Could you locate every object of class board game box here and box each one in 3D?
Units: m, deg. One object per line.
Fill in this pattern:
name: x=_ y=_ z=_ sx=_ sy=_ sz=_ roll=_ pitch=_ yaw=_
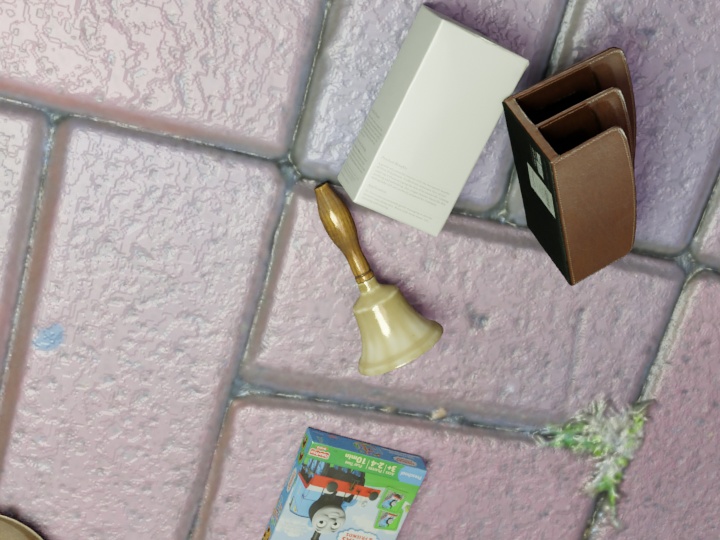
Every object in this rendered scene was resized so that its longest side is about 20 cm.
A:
board game box: x=-0.028 y=0.295 z=1.319 sx=0.150 sy=0.037 sz=0.202 roll=17 pitch=108 yaw=-19

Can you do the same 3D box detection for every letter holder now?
letter holder: x=0.242 y=-0.106 z=1.143 sx=0.141 sy=0.101 sz=0.201 roll=-27 pitch=141 yaw=-4

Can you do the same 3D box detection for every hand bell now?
hand bell: x=0.000 y=0.000 z=1.190 sx=0.103 sy=0.104 sz=0.201 roll=-28 pitch=104 yaw=-1

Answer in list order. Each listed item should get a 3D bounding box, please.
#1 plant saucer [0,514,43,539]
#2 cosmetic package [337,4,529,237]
plant saucer: x=-0.434 y=0.344 z=1.244 sx=0.198 sy=0.037 sz=0.203 roll=-5 pitch=113 yaw=-12
cosmetic package: x=0.071 y=-0.150 z=1.133 sx=0.107 sy=0.085 sz=0.201 roll=22 pitch=104 yaw=-21
